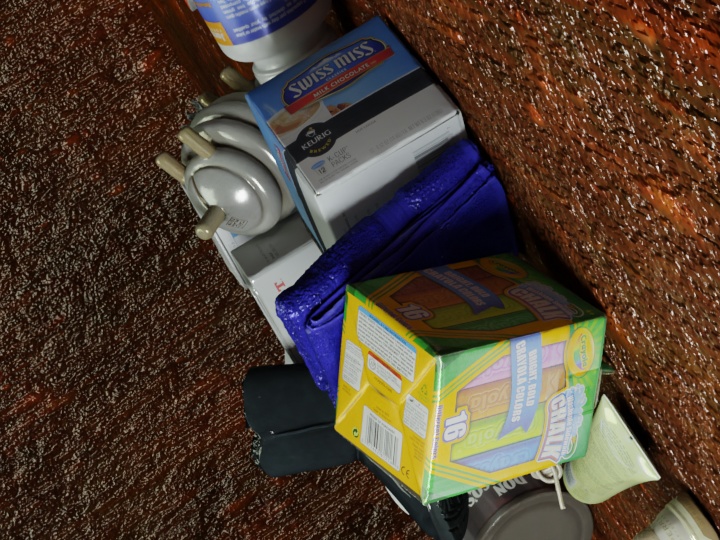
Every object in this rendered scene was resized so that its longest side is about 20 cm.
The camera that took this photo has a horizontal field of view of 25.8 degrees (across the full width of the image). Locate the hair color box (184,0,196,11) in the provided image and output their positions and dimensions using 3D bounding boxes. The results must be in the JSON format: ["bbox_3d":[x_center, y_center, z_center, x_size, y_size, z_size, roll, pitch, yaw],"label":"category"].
[{"bbox_3d":[-0.149,-0.337,1.483,0.061,0.101,0.200,57,173,19],"label":"hair color box"}]

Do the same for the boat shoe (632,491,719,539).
[{"bbox_3d":[0.255,0.250,1.262,0.072,0.065,0.200,54,173,38],"label":"boat shoe"}]

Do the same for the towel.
[{"bbox_3d":[0.037,0.009,1.213,0.050,0.200,0.148,40,165,39],"label":"towel"}]

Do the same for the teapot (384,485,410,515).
[{"bbox_3d":[0.086,0.136,1.531,0.146,0.197,0.200,57,142,15],"label":"teapot"}]

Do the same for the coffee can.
[{"bbox_3d":[0.148,0.250,1.766,0.200,0.146,0.147,51,171,52],"label":"coffee can"}]

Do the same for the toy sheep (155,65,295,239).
[{"bbox_3d":[-0.107,-0.101,1.446,0.137,0.200,0.138,20,144,15],"label":"toy sheep"}]

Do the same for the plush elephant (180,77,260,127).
[{"bbox_3d":[-0.076,-0.148,1.710,0.154,0.166,0.200,12,-175,31],"label":"plush elephant"}]

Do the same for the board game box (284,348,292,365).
[{"bbox_3d":[-0.013,0.092,1.671,0.200,0.046,0.152,13,-106,-62],"label":"board game box"}]

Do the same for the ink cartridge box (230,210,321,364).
[{"bbox_3d":[0.000,0.000,1.463,0.145,0.199,0.085,62,173,-28],"label":"ink cartridge box"}]

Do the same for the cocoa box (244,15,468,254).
[{"bbox_3d":[0.012,-0.078,1.287,0.131,0.133,0.200,55,173,35],"label":"cocoa box"}]

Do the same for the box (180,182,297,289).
[{"bbox_3d":[-0.064,-0.086,1.570,0.117,0.199,0.060,63,171,-25],"label":"box"}]

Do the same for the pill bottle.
[{"bbox_3d":[-0.094,-0.254,1.375,0.200,0.112,0.112,61,174,-28],"label":"pill bottle"}]

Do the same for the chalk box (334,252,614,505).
[{"bbox_3d":[0.098,0.070,1.165,0.124,0.199,0.124,34,128,48],"label":"chalk box"}]

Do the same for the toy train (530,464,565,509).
[{"bbox_3d":[0.101,0.113,1.341,0.115,0.085,0.201,4,120,46],"label":"toy train"}]

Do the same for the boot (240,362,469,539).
[{"bbox_3d":[-0.007,0.163,1.411,0.201,0.167,0.076,68,-154,-15],"label":"boot"}]

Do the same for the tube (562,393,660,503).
[{"bbox_3d":[0.208,0.155,1.302,0.058,0.052,0.200,16,164,4],"label":"tube"}]
